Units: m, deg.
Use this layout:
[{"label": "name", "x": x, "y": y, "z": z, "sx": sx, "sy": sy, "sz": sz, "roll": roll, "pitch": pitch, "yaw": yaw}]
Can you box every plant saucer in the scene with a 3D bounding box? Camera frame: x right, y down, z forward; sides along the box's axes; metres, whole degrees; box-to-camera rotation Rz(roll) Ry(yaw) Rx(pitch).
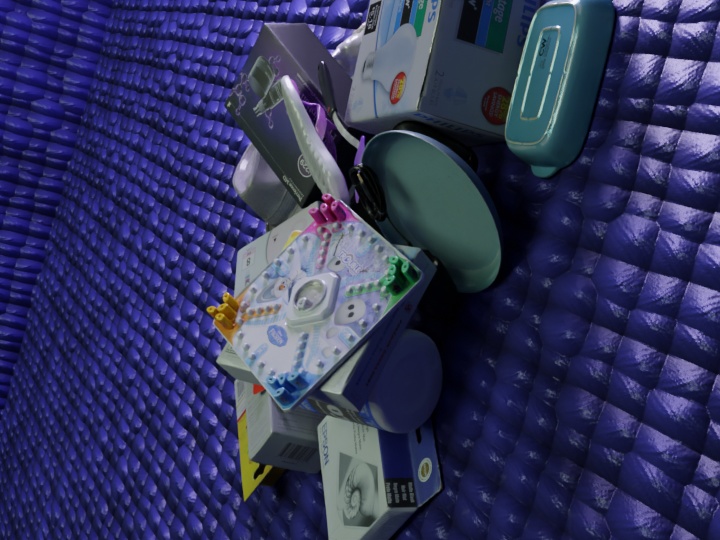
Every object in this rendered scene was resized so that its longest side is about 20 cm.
[{"label": "plant saucer", "x": 0.080, "y": -0.066, "z": 1.406, "sx": 0.027, "sy": 0.201, "sz": 0.200, "roll": -38, "pitch": 7, "yaw": -30}]

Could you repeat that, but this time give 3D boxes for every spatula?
[{"label": "spatula", "x": -0.021, "y": -0.170, "z": 1.527, "sx": 0.057, "sy": 0.020, "sz": 0.201, "roll": 108, "pitch": 147, "yaw": -51}]

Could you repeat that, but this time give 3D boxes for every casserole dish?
[{"label": "casserole dish", "x": 0.198, "y": -0.196, "z": 1.346, "sx": 0.121, "sy": 0.039, "sz": 0.201, "roll": 15, "pitch": 90, "yaw": 65}]

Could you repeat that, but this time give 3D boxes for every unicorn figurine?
[{"label": "unicorn figurine", "x": -0.008, "y": -0.279, "z": 1.759, "sx": 0.138, "sy": 0.074, "sz": 0.200, "roll": -52, "pitch": 17, "yaw": -1}]

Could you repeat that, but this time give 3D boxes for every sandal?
[{"label": "sandal", "x": -0.044, "y": -0.153, "z": 1.572, "sx": 0.083, "sy": 0.050, "sz": 0.203, "roll": 86, "pitch": 162, "yaw": -58}]

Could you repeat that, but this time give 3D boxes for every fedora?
[{"label": "fedora", "x": -0.127, "y": -0.143, "z": 1.901, "sx": 0.177, "sy": 0.090, "sz": 0.201, "roll": -45, "pitch": 29, "yaw": 47}]

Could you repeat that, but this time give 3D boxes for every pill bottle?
[{"label": "pill bottle", "x": -0.016, "y": 0.110, "z": 1.474, "sx": 0.199, "sy": 0.113, "sz": 0.115, "roll": 8, "pitch": 84, "yaw": 43}]

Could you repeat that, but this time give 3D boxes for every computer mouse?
[{"label": "computer mouse", "x": 0.043, "y": -0.027, "z": 1.442, "sx": 0.034, "sy": 0.201, "sz": 0.059, "roll": -37, "pitch": 6, "yaw": -28}]

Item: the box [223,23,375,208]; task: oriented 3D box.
[{"label": "box", "x": -0.073, "y": -0.199, "z": 1.686, "sx": 0.200, "sy": 0.079, "sz": 0.141, "roll": 52, "pitch": 132, "yaw": 27}]

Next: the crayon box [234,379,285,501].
[{"label": "crayon box", "x": -0.122, "y": 0.202, "z": 1.793, "sx": 0.127, "sy": 0.051, "sz": 0.201, "roll": -54, "pitch": 33, "yaw": 40}]

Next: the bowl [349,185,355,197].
[{"label": "bowl", "x": -0.003, "y": -0.130, "z": 1.730, "sx": 0.201, "sy": 0.039, "sz": 0.202, "roll": -41, "pitch": 42, "yaw": 51}]

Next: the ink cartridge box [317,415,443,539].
[{"label": "ink cartridge box", "x": 0.015, "y": 0.212, "z": 1.512, "sx": 0.200, "sy": 0.040, "sz": 0.200, "roll": -53, "pitch": 33, "yaw": 40}]

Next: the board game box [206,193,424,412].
[{"label": "board game box", "x": -0.055, "y": 0.027, "z": 1.400, "sx": 0.200, "sy": 0.026, "sz": 0.200, "roll": -44, "pitch": 39, "yaw": -2}]

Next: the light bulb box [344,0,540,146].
[{"label": "light bulb box", "x": 0.092, "y": -0.249, "z": 1.491, "sx": 0.200, "sy": 0.124, "sz": 0.200, "roll": 2, "pitch": 79, "yaw": 66}]

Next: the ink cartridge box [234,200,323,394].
[{"label": "ink cartridge box", "x": -0.094, "y": 0.033, "z": 1.646, "sx": 0.162, "sy": 0.057, "sz": 0.201, "roll": -29, "pitch": 43, "yaw": 37}]

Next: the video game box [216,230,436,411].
[{"label": "video game box", "x": -0.039, "y": 0.049, "z": 1.422, "sx": 0.199, "sy": 0.047, "sz": 0.183, "roll": 10, "pitch": 64, "yaw": 43}]

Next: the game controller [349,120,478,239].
[{"label": "game controller", "x": 0.055, "y": -0.090, "z": 1.490, "sx": 0.042, "sy": 0.104, "sz": 0.200, "roll": -56, "pitch": 0, "yaw": -40}]

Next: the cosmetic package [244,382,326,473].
[{"label": "cosmetic package", "x": -0.093, "y": 0.153, "z": 1.700, "sx": 0.074, "sy": 0.101, "sz": 0.201, "roll": -51, "pitch": 33, "yaw": 39}]
